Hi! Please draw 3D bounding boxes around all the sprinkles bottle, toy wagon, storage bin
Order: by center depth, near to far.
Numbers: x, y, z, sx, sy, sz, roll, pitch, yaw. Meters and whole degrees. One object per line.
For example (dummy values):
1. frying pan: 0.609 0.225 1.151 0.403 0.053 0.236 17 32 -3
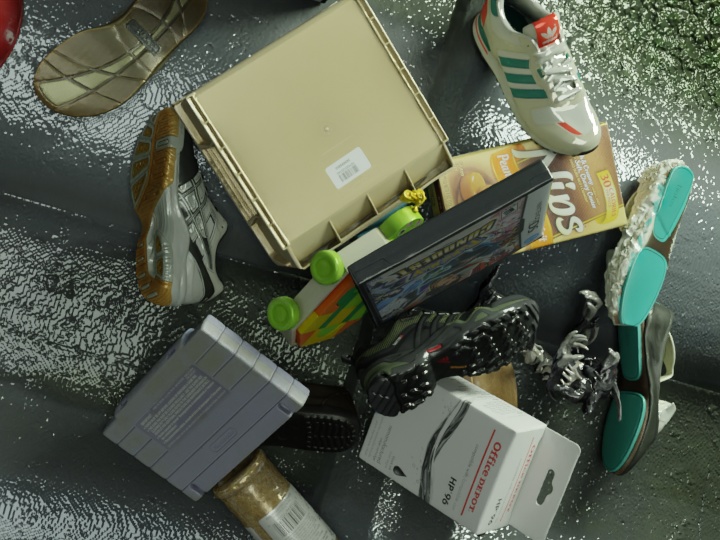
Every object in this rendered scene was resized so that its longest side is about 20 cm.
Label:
1. storage bin: -0.042 -0.134 1.009 0.200 0.094 0.199 -34 100 -12
2. toy wagon: 0.000 0.000 1.015 0.200 0.155 0.040 -46 73 27
3. sprinkles bottle: -0.067 0.279 1.083 0.068 0.068 0.200 -40 102 -6

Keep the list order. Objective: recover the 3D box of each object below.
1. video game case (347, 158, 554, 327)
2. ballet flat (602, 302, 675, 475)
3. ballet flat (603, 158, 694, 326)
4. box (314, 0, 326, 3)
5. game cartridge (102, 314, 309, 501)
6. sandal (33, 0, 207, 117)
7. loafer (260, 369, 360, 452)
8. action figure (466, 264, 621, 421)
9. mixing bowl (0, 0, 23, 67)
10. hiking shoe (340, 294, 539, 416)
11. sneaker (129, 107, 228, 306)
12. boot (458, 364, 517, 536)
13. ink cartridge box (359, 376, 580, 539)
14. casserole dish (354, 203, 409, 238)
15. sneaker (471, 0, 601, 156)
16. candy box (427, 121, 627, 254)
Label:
1. video game case: 0.089 -0.019 0.992 0.200 0.181 0.026 -29 74 -2
2. ballet flat: 0.321 0.132 1.158 0.068 0.068 0.201 6 93 -20
3. ballet flat: 0.309 -0.030 1.141 0.072 0.072 0.200 26 81 -12
4. box: -0.069 -0.388 1.015 0.148 0.124 0.201 13 92 -12
5. game cartridge: -0.157 0.138 1.022 0.130 0.038 0.200 41 124 -8
6. sandal: -0.236 -0.221 1.032 0.200 0.054 0.080 -46 107 -20
7. loafer: -0.098 0.141 1.078 0.199 0.071 0.073 12 125 -2
8. action figure: 0.215 0.078 1.106 0.200 0.119 0.102 31 122 -4
9. mixing bowl: -0.422 -0.262 0.959 0.200 0.108 0.201 -1 94 -12
10. hiking shoe: 0.080 0.062 1.031 0.200 0.101 0.076 -23 131 -15
11. sneaker: -0.180 -0.062 1.049 0.088 0.076 0.201 4 83 -41
12. boot: 0.139 0.187 1.123 0.075 0.074 0.201 -4 91 -17
13. ink cartridge box: 0.107 0.183 1.044 0.068 0.200 0.116 4 109 -53
14. casserole dish: -0.016 -0.127 1.085 0.121 0.039 0.200 -26 97 -10
15. sneaker: 0.186 -0.211 1.065 0.070 0.093 0.200 -26 76 -14
16. candy box: 0.178 -0.082 1.118 0.200 0.055 0.116 -14 97 -9
